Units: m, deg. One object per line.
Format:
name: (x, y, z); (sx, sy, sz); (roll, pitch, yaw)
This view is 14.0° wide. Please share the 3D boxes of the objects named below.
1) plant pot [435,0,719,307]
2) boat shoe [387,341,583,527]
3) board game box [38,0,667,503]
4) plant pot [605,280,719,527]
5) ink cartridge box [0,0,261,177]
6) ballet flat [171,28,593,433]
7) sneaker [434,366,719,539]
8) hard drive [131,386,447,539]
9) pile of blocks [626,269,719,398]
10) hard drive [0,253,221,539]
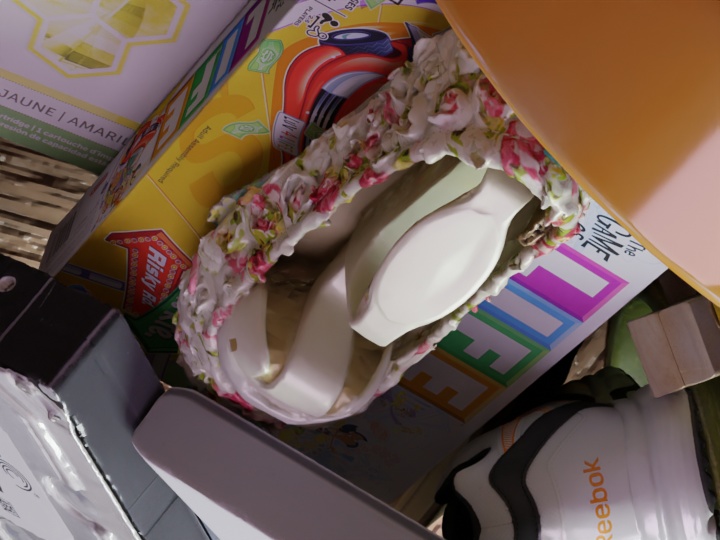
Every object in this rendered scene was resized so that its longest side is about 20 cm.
plant pot: (0.138, -0.105, 0.703); (0.200, 0.201, 0.183); (30, 120, -28)
boat shoe: (0.029, 0.026, 0.964); (0.065, 0.072, 0.200); (42, 139, 11)
board game box: (0.008, -0.019, 0.842); (0.134, 0.034, 0.200); (28, 137, -16)
plant pot: (0.191, 0.087, 0.947); (0.189, 0.201, 0.201); (-8, 141, -5)
ink cartridge box: (-0.057, -0.106, 0.819); (0.145, 0.048, 0.200); (22, 140, -19)
ballet flat: (0.000, 0.000, 0.791); (0.075, 0.064, 0.200); (28, 138, -14)
sneaker: (0.057, 0.069, 0.917); (0.079, 0.074, 0.200); (-11, 173, -4)
hard drive: (0.022, 0.115, 0.884); (0.132, 0.027, 0.200); (28, 165, 35)
pile of blocks: (0.165, -0.028, 0.838); (0.199, 0.063, 0.082); (-21, 178, -12)
hard drive: (-0.132, 0.033, 0.921); (0.199, 0.038, 0.140); (23, 153, 33)
